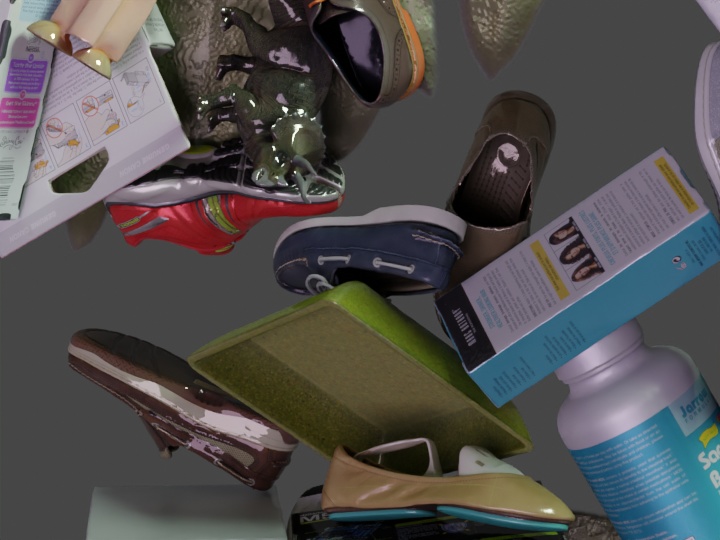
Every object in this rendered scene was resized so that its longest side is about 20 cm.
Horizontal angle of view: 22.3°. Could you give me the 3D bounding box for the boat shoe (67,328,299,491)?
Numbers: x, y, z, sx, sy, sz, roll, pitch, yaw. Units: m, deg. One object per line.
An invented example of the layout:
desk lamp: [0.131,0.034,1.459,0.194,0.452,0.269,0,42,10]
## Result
boat shoe: [-0.149,0.116,1.456,0.202,0.075,0.075,24,104,11]

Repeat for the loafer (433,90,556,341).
loafer: [0.090,-0.032,1.334,0.076,0.067,0.201,14,110,15]

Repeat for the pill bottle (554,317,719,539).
pill bottle: [0.214,0.132,1.315,0.111,0.111,0.200,-29,95,24]

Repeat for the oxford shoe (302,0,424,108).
oxford shoe: [-0.014,-0.212,1.314,0.071,0.073,0.201,-24,97,24]

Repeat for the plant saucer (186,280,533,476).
plant saucer: [0.003,0.079,1.349,0.199,0.048,0.200,36,147,-22]

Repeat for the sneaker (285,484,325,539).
sneaker: [-0.021,0.290,1.466,0.080,0.147,0.201,-8,61,-13]

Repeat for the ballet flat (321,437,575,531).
ballet flat: [0.060,0.152,1.316,0.199,0.069,0.063,-1,77,27]

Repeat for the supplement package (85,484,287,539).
supplement package: [-0.135,0.282,1.412,0.150,0.152,0.201,0,99,-6]

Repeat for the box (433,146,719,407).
box: [0.155,0.005,1.281,0.200,0.082,0.049,-34,130,9]

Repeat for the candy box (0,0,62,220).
candy box: [-0.324,-0.156,1.393,0.167,0.071,0.201,20,103,23]

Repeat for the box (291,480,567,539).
box: [0.051,0.216,1.322,0.199,0.193,0.048,-8,102,-3]

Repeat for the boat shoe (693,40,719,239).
boat shoe: [0.273,-0.062,1.229,0.065,0.074,0.203,-17,71,33]

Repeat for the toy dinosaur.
toy dinosaur: [-0.061,-0.140,1.349,0.102,0.077,0.201,10,70,7]

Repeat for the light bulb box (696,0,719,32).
light bulb box: [0.275,-0.209,1.144,0.125,0.198,0.200,-36,93,23]

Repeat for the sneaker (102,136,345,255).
sneaker: [-0.100,-0.052,1.406,0.199,0.077,0.085,0,126,21]

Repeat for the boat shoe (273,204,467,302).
boat shoe: [0.000,0.000,1.340,0.200,0.075,0.062,-8,61,46]

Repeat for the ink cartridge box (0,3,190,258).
ink cartridge box: [-0.230,-0.131,1.414,0.200,0.045,0.177,-27,83,25]

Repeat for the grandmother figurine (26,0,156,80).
grandmother figurine: [-0.154,-0.239,1.333,0.121,0.061,0.200,30,90,-3]
